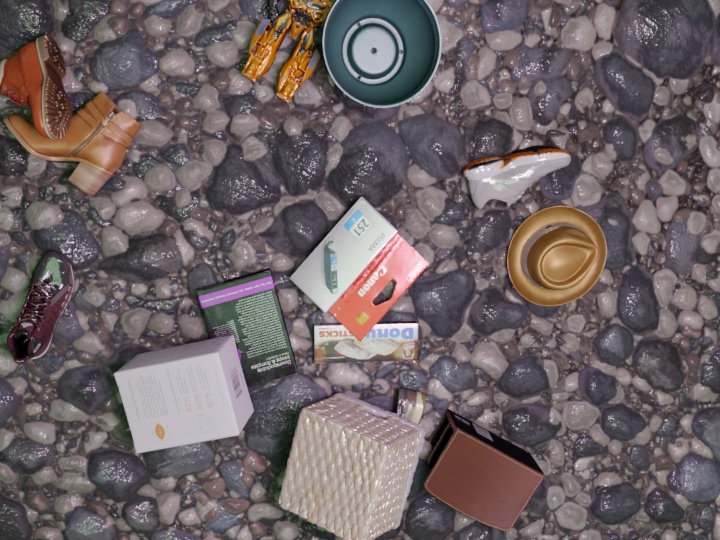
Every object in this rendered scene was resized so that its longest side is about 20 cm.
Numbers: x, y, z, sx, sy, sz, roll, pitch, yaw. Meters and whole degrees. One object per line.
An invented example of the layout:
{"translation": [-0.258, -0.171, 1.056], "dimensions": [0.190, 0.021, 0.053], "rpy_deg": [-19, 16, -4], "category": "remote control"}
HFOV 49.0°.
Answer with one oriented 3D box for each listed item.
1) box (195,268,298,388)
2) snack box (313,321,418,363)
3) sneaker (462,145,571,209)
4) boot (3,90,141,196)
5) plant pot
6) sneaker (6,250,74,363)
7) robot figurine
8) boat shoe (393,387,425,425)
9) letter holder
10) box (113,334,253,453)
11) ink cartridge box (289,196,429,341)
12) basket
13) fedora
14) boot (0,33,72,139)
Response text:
{"translation": [-0.207, 0.112, 1.456], "dimensions": [0.140, 0.036, 0.204], "rpy_deg": [-15, 99, -2], "category": "box"}
{"translation": [0.010, 0.135, 1.487], "dimensions": [0.196, 0.024, 0.074], "rpy_deg": [-1, 98, -5], "category": "snack box"}
{"translation": [0.290, -0.169, 1.450], "dimensions": [0.196, 0.076, 0.094], "rpy_deg": [-12, 108, 4], "category": "sneaker"}
{"translation": [-0.489, -0.245, 1.350], "dimensions": [0.199, 0.077, 0.156], "rpy_deg": [36, 90, -3], "category": "boot"}
{"translation": [0.029, -0.381, 1.350], "dimensions": [0.196, 0.134, 0.205], "rpy_deg": [-1, 100, -6], "category": "plant pot"}
{"translation": [-0.558, 0.071, 1.372], "dimensions": [0.074, 0.116, 0.204], "rpy_deg": [16, 98, -8], "category": "sneaker"}
{"translation": [-0.116, -0.404, 1.369], "dimensions": [0.143, 0.058, 0.202], "rpy_deg": [28, 95, -12], "category": "robot figurine"}
{"translation": [0.063, 0.320, 1.503], "dimensions": [0.065, 0.072, 0.204], "rpy_deg": [21, 92, -3], "category": "boat shoe"}
{"translation": [0.223, 0.386, 1.513], "dimensions": [0.198, 0.101, 0.144], "rpy_deg": [29, 97, -9], "category": "letter holder"}
{"translation": [-0.311, 0.218, 1.407], "dimensions": [0.196, 0.106, 0.155], "rpy_deg": [-11, 101, 9], "category": "box"}
{"translation": [0.000, 0.000, 1.440], "dimensions": [0.176, 0.045, 0.200], "rpy_deg": [42, 93, 1], "category": "ink cartridge box"}
{"translation": [-0.016, 0.350, 1.415], "dimensions": [0.195, 0.160, 0.204], "rpy_deg": [18, 96, 24], "category": "basket"}
{"translation": [0.374, -0.022, 1.469], "dimensions": [0.196, 0.082, 0.205], "rpy_deg": [-1, 100, -6], "category": "fedora"}
{"translation": [-0.542, -0.288, 1.307], "dimensions": [0.105, 0.075, 0.203], "rpy_deg": [-20, 62, 3], "category": "boot"}
